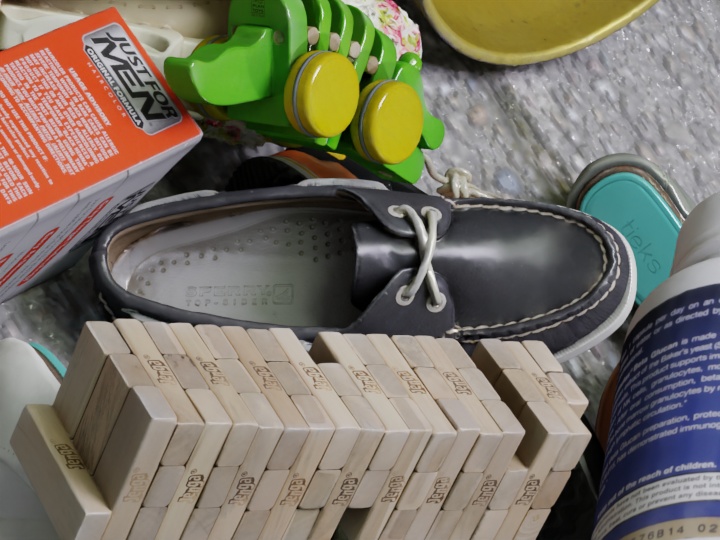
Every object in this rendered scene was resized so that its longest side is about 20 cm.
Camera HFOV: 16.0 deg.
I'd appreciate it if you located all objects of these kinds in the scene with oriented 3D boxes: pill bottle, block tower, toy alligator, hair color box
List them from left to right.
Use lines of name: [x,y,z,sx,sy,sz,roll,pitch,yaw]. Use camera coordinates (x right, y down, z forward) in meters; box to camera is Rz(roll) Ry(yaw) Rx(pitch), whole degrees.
hair color box: [-0.156,-0.013,0.863,0.200,0.101,0.061,-29,82,-47]
block tower: [-0.012,0.056,0.857,0.199,0.058,0.054,2,36,-36]
toy alligator: [-0.001,-0.067,0.946,0.200,0.059,0.055,18,85,-52]
pill bottle: [0.147,0.065,0.949,0.111,0.111,0.201,32,46,-19]

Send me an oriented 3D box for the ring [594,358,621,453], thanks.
ring: [0.185,0.096,1.027,0.199,0.019,0.201,11,49,-13]

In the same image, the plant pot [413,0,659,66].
plant pot: [0.067,-0.213,1.142,0.199,0.201,0.142,-5,40,-41]

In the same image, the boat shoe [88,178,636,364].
boat shoe: [0.000,0.000,0.930,0.199,0.060,0.074,1,71,8]

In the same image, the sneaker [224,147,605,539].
sneaker: [0.039,0.019,1.009,0.200,0.070,0.090,45,38,14]

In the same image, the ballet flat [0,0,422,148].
ballet flat: [-0.069,-0.081,0.976,0.199,0.076,0.064,3,17,-14]

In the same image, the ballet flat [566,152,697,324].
ballet flat: [0.161,0.035,1.122,0.201,0.067,0.064,58,13,5]

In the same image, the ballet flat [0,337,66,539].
ballet flat: [-0.090,0.117,0.862,0.069,0.069,0.201,-22,78,-46]

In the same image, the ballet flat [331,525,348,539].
ballet flat: [0.017,0.149,0.876,0.069,0.070,0.200,6,43,-36]
